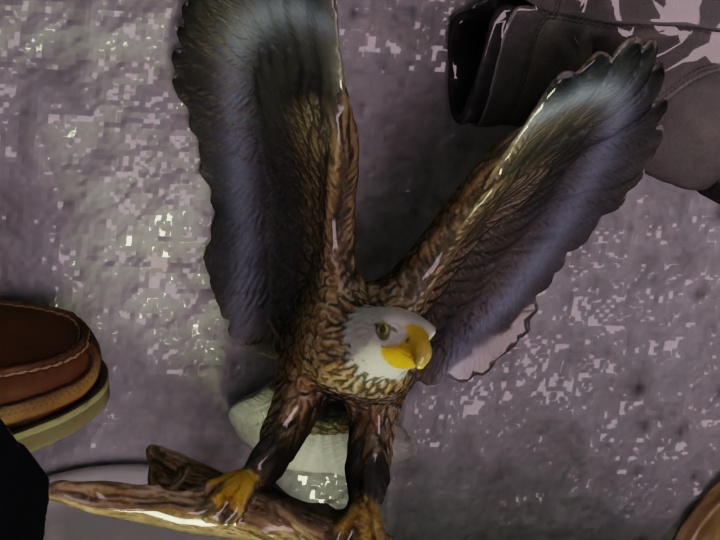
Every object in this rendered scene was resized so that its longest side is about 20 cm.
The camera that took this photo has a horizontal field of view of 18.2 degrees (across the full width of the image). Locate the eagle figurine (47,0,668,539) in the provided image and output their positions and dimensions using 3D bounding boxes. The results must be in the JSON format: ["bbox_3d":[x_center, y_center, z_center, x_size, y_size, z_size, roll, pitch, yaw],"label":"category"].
[{"bbox_3d":[0.004,0.001,0.748,0.151,0.150,0.201,17,88,-49],"label":"eagle figurine"}]

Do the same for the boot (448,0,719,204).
[{"bbox_3d":[0.116,-0.125,0.766,0.131,0.070,0.201,19,99,-15],"label":"boot"}]

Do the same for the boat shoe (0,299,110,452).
[{"bbox_3d":[-0.180,0.025,0.732,0.199,0.072,0.068,-4,114,-15],"label":"boat shoe"}]

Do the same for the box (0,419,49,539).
[{"bbox_3d":[-0.215,0.077,0.659,0.199,0.107,0.149,-28,114,8],"label":"box"}]

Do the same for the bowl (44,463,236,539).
[{"bbox_3d":[-0.086,0.180,0.815,0.200,0.090,0.202,-6,114,-15],"label":"bowl"}]

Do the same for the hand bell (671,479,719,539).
[{"bbox_3d":[0.220,0.160,0.913,0.200,0.104,0.104,33,100,-37],"label":"hand bell"}]
